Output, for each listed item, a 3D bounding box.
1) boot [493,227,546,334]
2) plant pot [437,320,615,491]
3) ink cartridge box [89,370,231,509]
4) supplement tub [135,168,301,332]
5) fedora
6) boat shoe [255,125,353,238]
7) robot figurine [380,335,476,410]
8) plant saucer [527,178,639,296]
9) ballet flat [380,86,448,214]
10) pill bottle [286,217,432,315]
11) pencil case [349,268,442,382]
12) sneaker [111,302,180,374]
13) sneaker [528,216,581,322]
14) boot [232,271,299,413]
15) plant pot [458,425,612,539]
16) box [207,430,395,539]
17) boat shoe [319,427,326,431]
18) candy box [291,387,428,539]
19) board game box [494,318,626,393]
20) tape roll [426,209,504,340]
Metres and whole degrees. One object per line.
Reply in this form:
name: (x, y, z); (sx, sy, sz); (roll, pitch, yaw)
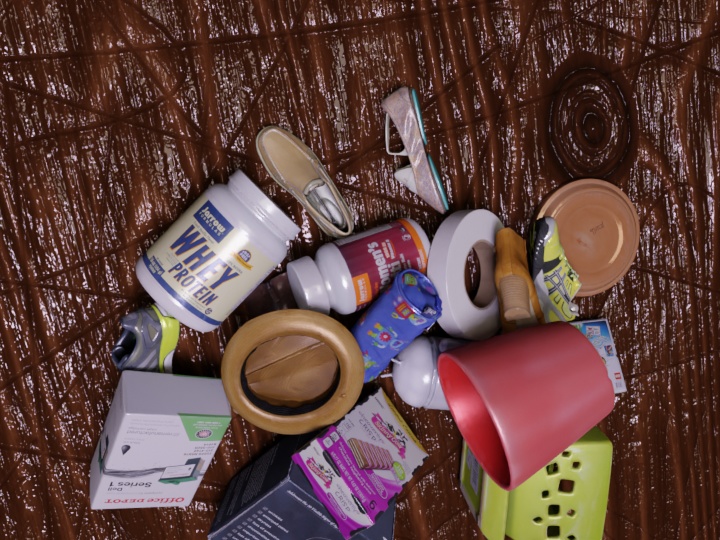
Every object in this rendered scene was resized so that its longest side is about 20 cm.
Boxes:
boot: (0.249, 0.034, 0.902); (0.071, 0.201, 0.144); (-7, 58, 20)
plant pot: (0.227, 0.167, 0.792); (0.177, 0.200, 0.201); (-23, 103, -9)
ink cartridge box: (-0.288, 0.246, 0.829); (0.146, 0.084, 0.200); (11, 120, -30)
supplement tub: (-0.196, -0.029, 0.819); (0.200, 0.145, 0.145); (-46, 104, 0)
fedora: (-0.094, 0.134, 0.823); (0.200, 0.082, 0.201); (0, 105, 0)
boat shoe: (-0.076, -0.132, 0.858); (0.072, 0.076, 0.200); (-44, 104, -1)
robot figurine: (0.137, 0.164, 0.927); (0.199, 0.113, 0.170); (7, 134, -9)
plant saucer: (0.381, -0.054, 0.980); (0.200, 0.032, 0.201); (-2, 100, -11)
ballet flat: (0.079, -0.176, 0.894); (0.067, 0.068, 0.201); (-16, 97, 12)
pill bottle: (0.000, 0.000, 0.863); (0.199, 0.110, 0.110); (-20, 103, -17)
pencil case: (0.040, 0.085, 0.833); (0.087, 0.078, 0.200); (33, 128, -7)
sneaker: (-0.318, 0.135, 0.838); (0.081, 0.074, 0.201); (-8, 118, -42)
sneaker: (0.311, 0.000, 0.931); (0.076, 0.076, 0.200); (-4, 126, 15)
boot: (-0.143, 0.110, 0.905); (0.200, 0.072, 0.167); (-30, 91, -3)
plant pot: (0.268, 0.323, 0.943); (0.181, 0.199, 0.201); (3, 99, -5)
box: (-0.085, 0.372, 0.887); (0.200, 0.124, 0.197); (42, 116, -14)
boat shoe: (-0.008, 0.293, 0.953); (0.200, 0.073, 0.065); (44, 71, -15)
candy box: (0.007, 0.274, 0.858); (0.061, 0.200, 0.137); (-41, 81, 28)
board game box: (0.334, 0.154, 0.977); (0.199, 0.035, 0.127); (-5, 72, -9)
tape roll: (0.174, 0.006, 0.892); (0.202, 0.037, 0.204); (-1, 91, -48)
